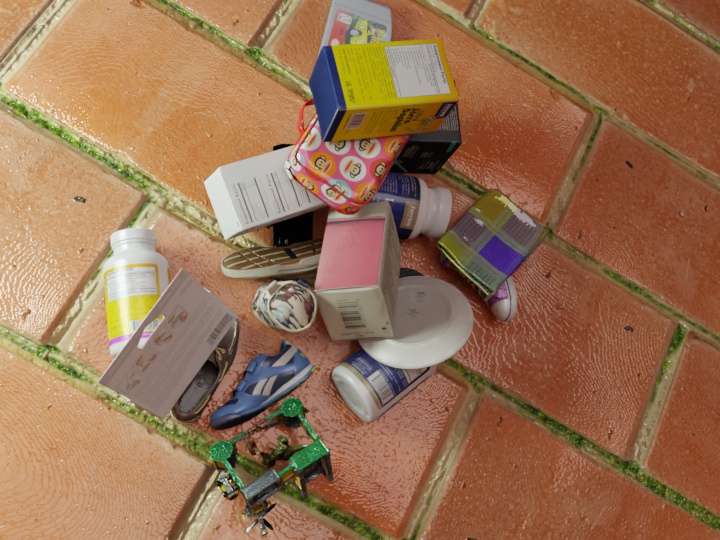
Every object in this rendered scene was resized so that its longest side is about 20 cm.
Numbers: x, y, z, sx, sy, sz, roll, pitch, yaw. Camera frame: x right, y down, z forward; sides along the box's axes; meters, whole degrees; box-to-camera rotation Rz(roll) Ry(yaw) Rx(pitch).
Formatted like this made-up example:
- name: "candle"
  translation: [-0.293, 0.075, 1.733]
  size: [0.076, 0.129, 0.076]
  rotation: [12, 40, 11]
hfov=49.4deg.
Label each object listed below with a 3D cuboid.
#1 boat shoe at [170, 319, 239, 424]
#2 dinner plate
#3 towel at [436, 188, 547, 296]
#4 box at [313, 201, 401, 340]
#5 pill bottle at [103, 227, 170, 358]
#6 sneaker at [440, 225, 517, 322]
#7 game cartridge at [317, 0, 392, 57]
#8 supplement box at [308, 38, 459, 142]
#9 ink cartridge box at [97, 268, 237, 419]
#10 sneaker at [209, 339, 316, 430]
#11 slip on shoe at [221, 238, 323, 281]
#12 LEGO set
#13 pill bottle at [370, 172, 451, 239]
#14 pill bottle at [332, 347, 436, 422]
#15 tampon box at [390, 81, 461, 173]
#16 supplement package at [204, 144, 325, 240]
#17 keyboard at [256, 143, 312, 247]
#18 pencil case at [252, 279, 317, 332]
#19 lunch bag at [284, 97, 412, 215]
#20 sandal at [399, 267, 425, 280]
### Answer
- name: "boat shoe"
  translation: [-0.250, 0.154, 1.279]
  size: [0.072, 0.060, 0.200]
  rotation: [27, 69, -6]
- name: "dinner plate"
  translation: [0.089, 0.078, 1.312]
  size: [0.200, 0.024, 0.200]
  rotation: [-5, 46, 5]
- name: "towel"
  translation: [0.243, -0.059, 1.434]
  size: [0.144, 0.023, 0.200]
  rotation: [44, 58, 8]
- name: "box"
  translation: [0.000, 0.000, 1.301]
  size: [0.109, 0.128, 0.200]
  rotation: [-5, 45, 12]
- name: "pill bottle"
  translation: [-0.357, 0.038, 1.261]
  size: [0.104, 0.104, 0.200]
  rotation: [-5, 75, -16]
- name: "sneaker"
  translation: [0.207, 0.008, 1.439]
  size: [0.114, 0.073, 0.201]
  rotation: [-8, 65, -25]
- name: "game cartridge"
  translation: [-0.008, -0.450, 1.540]
  size: [0.133, 0.041, 0.200]
  rotation: [17, 70, -14]
- name: "supplement box"
  translation: [0.034, -0.280, 1.220]
  size: [0.200, 0.110, 0.109]
  rotation: [-8, 75, -18]
- name: "ink cartridge box"
  translation: [-0.294, 0.107, 1.175]
  size: [0.045, 0.176, 0.200]
  rotation: [27, 75, 31]
- name: "sneaker"
  translation: [-0.170, 0.189, 1.287]
  size: [0.200, 0.074, 0.082]
  rotation: [-32, 82, -29]
- name: "slip on shoe"
  translation: [-0.140, -0.006, 1.355]
  size: [0.200, 0.061, 0.076]
  rotation: [-13, 37, -23]
- name: "LEGO set"
  translation: [-0.137, 0.314, 1.256]
  size: [0.200, 0.116, 0.154]
  rotation: [-36, 56, -25]
- name: "pill bottle"
  translation: [0.056, -0.119, 1.414]
  size: [0.200, 0.116, 0.116]
  rotation: [8, 72, -12]
- name: "pill bottle"
  translation: [0.059, 0.157, 1.335]
  size: [0.200, 0.111, 0.111]
  rotation: [-35, 85, -22]
- name: "tampon box"
  translation: [0.064, -0.265, 1.441]
  size: [0.200, 0.150, 0.127]
  rotation: [-1, 75, -15]
- name: "supplement package"
  translation: [-0.144, -0.139, 1.326]
  size: [0.200, 0.114, 0.110]
  rotation: [-21, 92, -26]
- name: "keyboard"
  translation: [-0.139, -0.130, 1.411]
  size: [0.104, 0.040, 0.200]
  rotation: [3, 81, -23]
- name: "pencil case"
  translation: [-0.127, 0.054, 1.275]
  size: [0.078, 0.200, 0.090]
  rotation: [-32, 96, -14]
- name: "lunch bag"
  translation: [-0.027, -0.210, 1.279]
  size: [0.176, 0.082, 0.200]
  rotation: [36, 69, -8]
- name: "sandal"
  translation: [0.032, 0.040, 1.405]
  size: [0.200, 0.045, 0.075]
  rotation: [-5, 69, -2]
